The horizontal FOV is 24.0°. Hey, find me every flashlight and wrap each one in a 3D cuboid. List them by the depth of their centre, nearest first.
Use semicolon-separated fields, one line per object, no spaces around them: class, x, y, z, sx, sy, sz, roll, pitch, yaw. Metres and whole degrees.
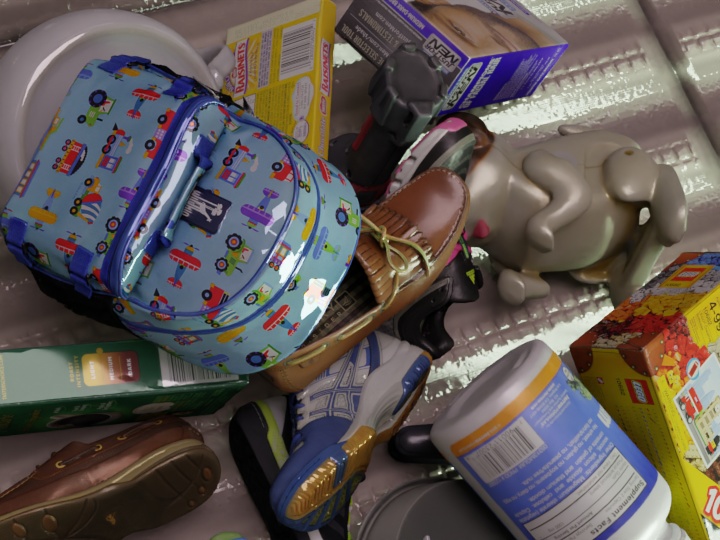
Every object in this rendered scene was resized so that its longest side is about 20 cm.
flashlight;0.012;-0.106;1.305;0.068;0.200;0.068;35;61;1

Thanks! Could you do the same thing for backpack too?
backpack;-0.111;-0.033;1.128;0.200;0.135;0.183;26;80;27

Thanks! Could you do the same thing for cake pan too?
cake pan;0.084;0.239;1.231;0.200;0.037;0.201;19;54;-29

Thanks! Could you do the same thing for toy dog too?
toy dog;0.140;-0.065;1.364;0.200;0.140;0.194;7;55;-14

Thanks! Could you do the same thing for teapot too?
teapot;-0.204;-0.107;1.278;0.200;0.146;0.198;19;88;-31

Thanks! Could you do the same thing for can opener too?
can opener;0.121;0.137;1.309;0.200;0.063;0.079;7;66;-14

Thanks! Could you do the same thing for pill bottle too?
pill bottle;0.154;0.158;1.230;0.200;0.112;0.112;49;62;-5

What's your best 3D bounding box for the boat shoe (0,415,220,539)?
boat shoe;-0.201;0.162;1.205;0.200;0.072;0.068;-22;42;-16

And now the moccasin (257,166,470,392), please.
moccasin;-0.001;-0.001;1.191;0.201;0.078;0.074;-38;74;-12

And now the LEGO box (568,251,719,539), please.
LEGO box;0.261;0.108;1.298;0.149;0.077;0.200;-35;112;-33

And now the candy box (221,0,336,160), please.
candy box;-0.069;-0.118;1.347;0.026;0.102;0.200;30;55;-45

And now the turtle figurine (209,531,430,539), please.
turtle figurine;-0.064;0.277;1.130;0.144;0.200;0.194;-6;91;-53

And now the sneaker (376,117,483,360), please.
sneaker;0.060;-0.016;1.281;0.087;0.200;0.074;28;23;22

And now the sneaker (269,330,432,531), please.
sneaker;-0.027;0.109;1.220;0.088;0.075;0.200;28;38;11

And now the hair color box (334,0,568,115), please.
hair color box;0.078;-0.190;1.376;0.109;0.065;0.200;43;29;15

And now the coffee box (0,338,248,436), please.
coffee box;-0.189;0.082;1.204;0.200;0.123;0.044;-5;77;-18

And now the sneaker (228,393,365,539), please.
sneaker;-0.026;0.173;1.244;0.083;0.072;0.200;-17;73;-24
